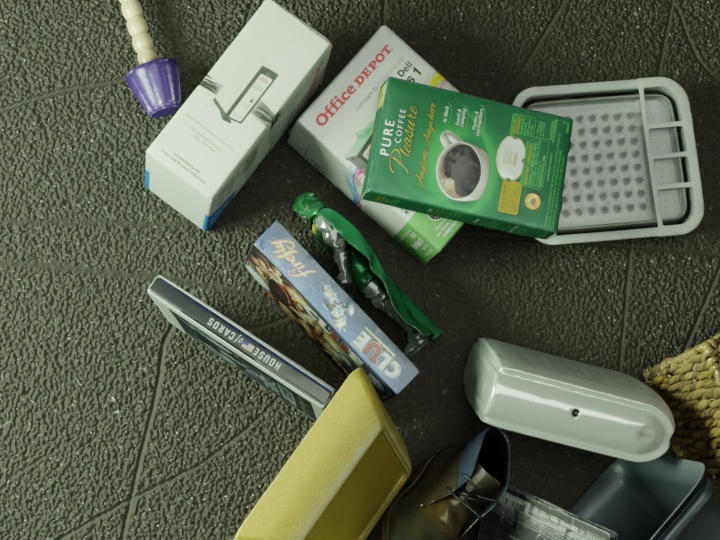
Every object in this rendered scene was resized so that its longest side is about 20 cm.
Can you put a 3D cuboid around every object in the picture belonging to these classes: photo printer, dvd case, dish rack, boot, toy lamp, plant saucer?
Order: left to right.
[{"bbox_3d":[-0.232,-0.256,1.618,0.058,0.058,0.201,-19,83,-12],"label":"toy lamp"},{"bbox_3d":[-0.109,0.081,1.514,0.199,0.150,0.025,34,80,8],"label":"dvd case"},{"bbox_3d":[-0.021,0.215,1.495,0.048,0.200,0.201,30,75,24],"label":"plant saucer"},{"bbox_3d":[0.083,0.221,1.495,0.075,0.097,0.200,42,33,-10],"label":"boot"},{"bbox_3d":[0.163,0.321,1.517,0.016,0.148,0.202,3,102,-48],"label":"dvd case"},{"bbox_3d":[0.210,0.131,1.567,0.198,0.166,0.070,14,97,-7],"label":"photo printer"},{"bbox_3d":[0.259,-0.114,1.678,0.198,0.044,0.173,-5,82,-10],"label":"dish rack"}]

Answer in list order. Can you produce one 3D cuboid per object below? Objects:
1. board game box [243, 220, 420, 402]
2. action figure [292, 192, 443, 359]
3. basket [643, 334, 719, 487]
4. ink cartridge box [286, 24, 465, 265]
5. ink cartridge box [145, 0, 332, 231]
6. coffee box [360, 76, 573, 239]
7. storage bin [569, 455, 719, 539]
[{"bbox_3d":[-0.032,0.046,1.556,0.035,0.136,0.200,-43,88,-13],"label":"board game box"},{"bbox_3d":[0.000,0.000,1.597,0.055,0.118,0.200,-38,79,-1],"label":"action figure"},{"bbox_3d":[0.398,0.127,1.569,0.148,0.200,0.144,-20,81,-12],"label":"basket"},{"bbox_3d":[0.044,-0.130,1.625,0.200,0.084,0.145,42,77,-1],"label":"ink cartridge box"},{"bbox_3d":[-0.123,-0.153,1.571,0.084,0.146,0.201,36,76,1],"label":"ink cartridge box"},{"bbox_3d":[0.106,-0.111,1.567,0.198,0.044,0.124,11,79,-9],"label":"coffee box"},{"bbox_3d":[0.297,0.281,1.545,0.134,0.200,0.146,46,76,-8],"label":"storage bin"}]
